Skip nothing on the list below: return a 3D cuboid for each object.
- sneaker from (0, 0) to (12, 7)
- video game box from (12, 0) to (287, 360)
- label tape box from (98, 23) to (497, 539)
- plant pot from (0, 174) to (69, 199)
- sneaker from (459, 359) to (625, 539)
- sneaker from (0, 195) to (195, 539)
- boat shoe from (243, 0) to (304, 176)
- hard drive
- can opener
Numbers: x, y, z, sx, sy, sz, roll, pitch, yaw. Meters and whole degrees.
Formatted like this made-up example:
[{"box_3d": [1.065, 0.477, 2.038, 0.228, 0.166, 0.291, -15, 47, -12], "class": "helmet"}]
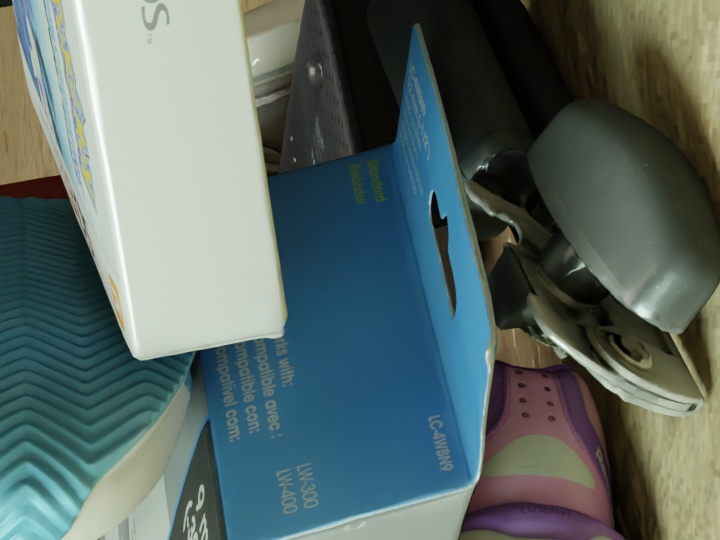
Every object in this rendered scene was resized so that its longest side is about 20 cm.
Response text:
[{"box_3d": [-0.098, -0.172, 0.914, 0.089, 0.078, 0.201, -112, 28, -56], "class": "sneaker"}, {"box_3d": [-0.069, -0.105, 0.746, 0.182, 0.046, 0.201, -125, 24, -61], "class": "video game box"}, {"box_3d": [-0.022, 0.053, 0.780, 0.144, 0.066, 0.201, -102, 20, -51], "class": "label tape box"}, {"box_3d": [-0.123, 0.051, 1.258, 0.200, 0.175, 0.201, -154, 41, -78], "class": "plant pot"}, {"box_3d": [0.030, 0.085, 0.854, 0.200, 0.080, 0.089, 121, 149, -62], "class": "sneaker"}, {"box_3d": [-0.085, 0.040, 0.779, 0.200, 0.076, 0.081, -108, 21, -73], "class": "sneaker"}, {"box_3d": [-0.041, -0.067, 1.166, 0.069, 0.072, 0.200, 67, 164, -5], "class": "boat shoe"}, {"box_3d": [0.000, 0.000, 1.033, 0.200, 0.042, 0.136, 100, 162, -55], "class": "hard drive"}, {"box_3d": [0.053, -0.035, 0.780, 0.067, 0.053, 0.200, -53, 30, 22], "class": "can opener"}]
